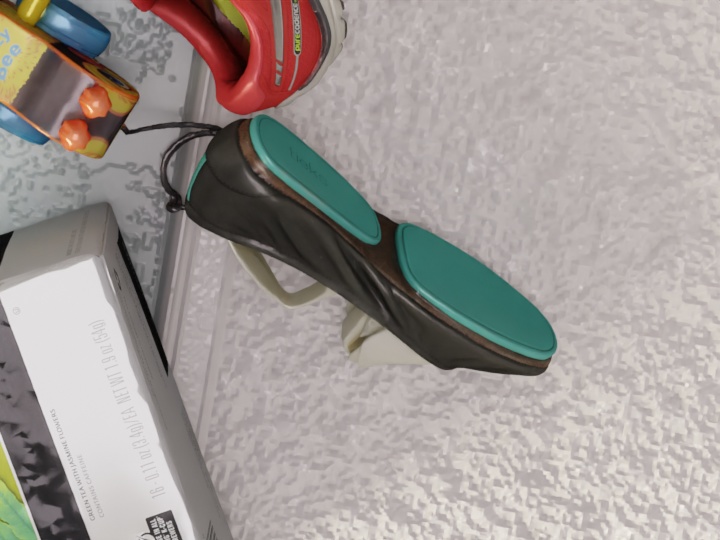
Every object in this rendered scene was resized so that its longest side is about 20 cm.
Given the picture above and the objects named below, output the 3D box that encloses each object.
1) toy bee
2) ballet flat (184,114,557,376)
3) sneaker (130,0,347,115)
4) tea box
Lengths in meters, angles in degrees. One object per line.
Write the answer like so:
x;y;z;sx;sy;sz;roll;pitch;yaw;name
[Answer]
-0.140;-0.094;1.335;0.199;0.109;0.131;10;99;-5;toy bee
0.000;0.000;1.381;0.200;0.068;0.068;36;119;-20;ballet flat
-0.081;-0.160;1.324;0.085;0.077;0.200;-42;103;-37;sneaker
-0.175;0.100;1.359;0.196;0.134;0.201;-20;102;2;tea box
